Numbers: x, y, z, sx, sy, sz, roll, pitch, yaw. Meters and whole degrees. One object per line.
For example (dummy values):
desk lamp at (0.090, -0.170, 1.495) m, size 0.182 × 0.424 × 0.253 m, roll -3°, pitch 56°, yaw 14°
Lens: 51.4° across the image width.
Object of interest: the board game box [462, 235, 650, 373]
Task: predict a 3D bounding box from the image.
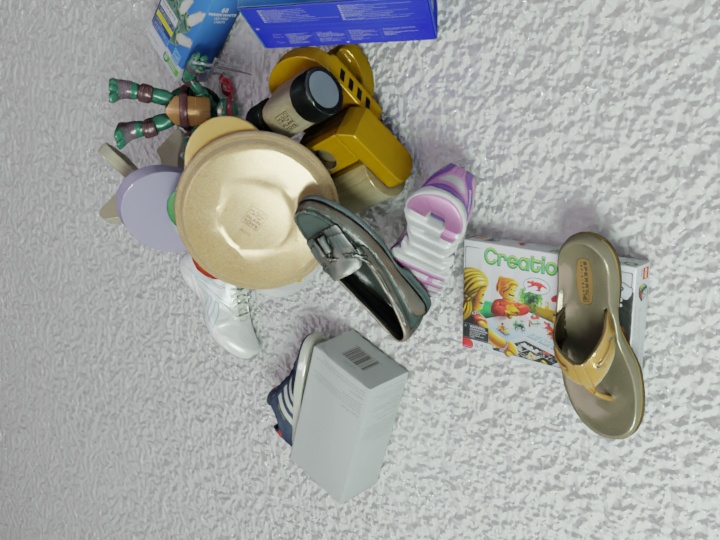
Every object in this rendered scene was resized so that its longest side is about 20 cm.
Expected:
board game box at (0.197, 0.039, 0.785) m, size 0.199 × 0.035 × 0.127 m, roll 12°, pitch 109°, yaw 42°

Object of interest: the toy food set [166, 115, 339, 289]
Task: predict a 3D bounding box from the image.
toy food set at (-0.124, -0.068, 0.877) m, size 0.049 × 0.199 × 0.199 m, roll -98°, pitch 28°, yaw -67°

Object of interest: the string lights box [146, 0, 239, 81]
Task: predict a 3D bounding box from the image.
string lights box at (-0.229, -0.379, 1.066) m, size 0.103 × 0.059 × 0.200 m, roll 57°, pitch 133°, yaw 18°

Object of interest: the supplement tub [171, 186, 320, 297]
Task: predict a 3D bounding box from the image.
supplement tub at (-0.153, -0.061, 1.026) m, size 0.200 × 0.140 × 0.141 m, roll 28°, pitch 120°, yaw 36°

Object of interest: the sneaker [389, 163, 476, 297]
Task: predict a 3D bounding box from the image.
sneaker at (0.084, -0.045, 0.849) m, size 0.080 × 0.089 × 0.200 m, roll 26°, pitch 146°, yaw 5°

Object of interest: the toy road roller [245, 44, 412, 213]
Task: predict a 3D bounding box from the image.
toy road roller at (-0.024, -0.181, 0.901) m, size 0.123 × 0.146 × 0.200 m, roll -19°, pitch 126°, yaw 45°

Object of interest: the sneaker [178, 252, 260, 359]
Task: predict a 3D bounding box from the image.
sneaker at (-0.207, 0.045, 1.163) m, size 0.080 × 0.070 × 0.201 m, roll -32°, pitch 84°, yaw 24°

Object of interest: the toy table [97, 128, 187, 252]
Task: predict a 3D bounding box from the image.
toy table at (-0.311, -0.120, 1.142) m, size 0.117 × 0.184 × 0.200 m, roll 45°, pitch 171°, yaw 30°

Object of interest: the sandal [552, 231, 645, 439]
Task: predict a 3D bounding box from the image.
sandal at (0.216, 0.065, 0.710) m, size 0.080 × 0.054 × 0.201 m, roll -3°, pitch 100°, yaw 44°

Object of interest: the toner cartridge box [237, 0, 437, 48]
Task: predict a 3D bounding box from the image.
toner cartridge box at (-0.020, -0.281, 0.796) m, size 0.199 × 0.095 × 0.043 m, roll 0°, pitch 80°, yaw 11°

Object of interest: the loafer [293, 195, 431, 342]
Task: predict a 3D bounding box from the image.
loafer at (0.000, 0.000, 0.838) m, size 0.200 × 0.063 × 0.072 m, roll 42°, pitch 142°, yaw -17°

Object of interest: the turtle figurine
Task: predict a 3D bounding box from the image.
turtle figurine at (-0.251, -0.228, 1.070) m, size 0.101 × 0.199 × 0.151 m, roll -113°, pitch 21°, yaw -83°

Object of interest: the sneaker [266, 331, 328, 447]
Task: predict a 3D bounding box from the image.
sneaker at (-0.095, 0.170, 1.082) m, size 0.084 × 0.075 × 0.201 m, roll 26°, pitch 119°, yaw 32°

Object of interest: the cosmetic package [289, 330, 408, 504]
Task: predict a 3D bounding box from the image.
cosmetic package at (-0.019, 0.200, 1.015) m, size 0.113 × 0.081 × 0.201 m, roll 35°, pitch 125°, yaw 33°
